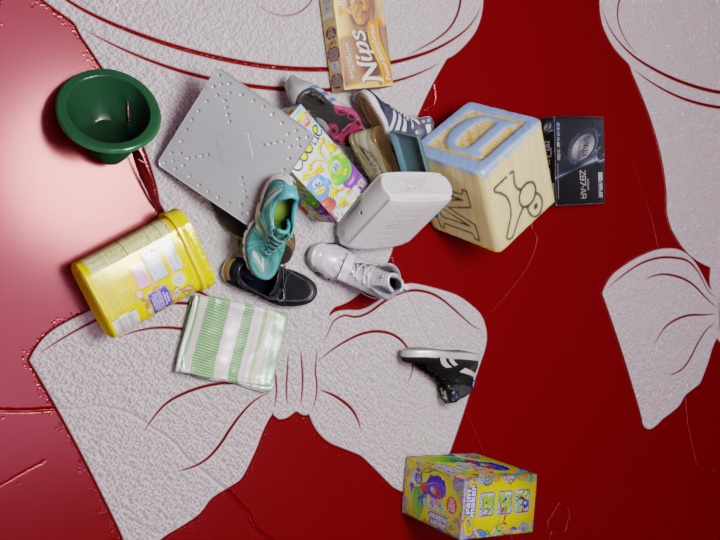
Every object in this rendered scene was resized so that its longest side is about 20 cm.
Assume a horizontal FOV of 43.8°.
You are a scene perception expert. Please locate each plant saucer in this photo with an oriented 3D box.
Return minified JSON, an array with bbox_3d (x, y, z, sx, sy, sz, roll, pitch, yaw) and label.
[{"bbox_3d":[0.111,-0.189,1.759,0.019,0.070,0.201,-47,137,-29],"label":"plant saucer"}]

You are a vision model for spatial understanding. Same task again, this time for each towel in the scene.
[{"bbox_3d":[-0.233,0.133,1.638,0.199,0.023,0.154,16,83,-32],"label":"towel"}]

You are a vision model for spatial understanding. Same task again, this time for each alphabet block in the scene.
[{"bbox_3d":[0.246,-0.189,1.790,0.195,0.196,0.201,-39,132,-23],"label":"alphabet block"}]

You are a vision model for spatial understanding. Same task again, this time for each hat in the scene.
[{"bbox_3d":[-0.421,-0.206,1.505,0.165,0.176,0.201,-14,65,-25],"label":"hat"}]

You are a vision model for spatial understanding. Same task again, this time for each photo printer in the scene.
[{"bbox_3d":[0.058,-0.108,1.713,0.166,0.200,0.070,-5,63,-35],"label":"photo printer"}]

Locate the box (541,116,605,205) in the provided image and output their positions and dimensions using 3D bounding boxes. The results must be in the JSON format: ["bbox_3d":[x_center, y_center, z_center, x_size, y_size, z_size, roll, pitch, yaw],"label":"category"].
[{"bbox_3d":[0.489,-0.251,2.057,0.159,0.043,0.201,-4,95,-31],"label":"box"}]

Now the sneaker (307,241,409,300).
[{"bbox_3d":[0.000,0.000,1.722,0.199,0.115,0.076,26,79,-30],"label":"sneaker"}]

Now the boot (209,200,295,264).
[{"bbox_3d":[-0.196,-0.099,1.634,0.200,0.074,0.076,45,28,-13],"label":"boot"}]

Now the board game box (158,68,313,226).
[{"bbox_3d":[-0.214,-0.210,1.545,0.199,0.026,0.200,34,104,-9],"label":"board game box"}]

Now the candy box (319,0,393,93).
[{"bbox_3d":[-0.008,-0.448,1.727,0.115,0.055,0.201,-12,100,-31],"label":"candy box"}]

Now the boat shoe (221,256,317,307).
[{"bbox_3d":[-0.160,0.023,1.655,0.199,0.062,0.075,20,81,-33],"label":"boat shoe"}]

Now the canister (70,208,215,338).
[{"bbox_3d":[-0.365,0.005,1.511,0.199,0.086,0.149,-31,109,-25],"label":"canister"}]

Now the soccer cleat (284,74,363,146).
[{"bbox_3d":[-0.067,-0.306,1.693,0.070,0.086,0.200,-45,142,11],"label":"soccer cleat"}]

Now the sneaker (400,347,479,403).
[{"bbox_3d":[0.166,0.220,1.863,0.199,0.073,0.113,8,87,-34],"label":"sneaker"}]

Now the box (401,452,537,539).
[{"bbox_3d":[0.221,0.458,1.837,0.192,0.200,0.123,4,90,-33],"label":"box"}]

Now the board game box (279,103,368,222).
[{"bbox_3d":[-0.100,-0.194,1.655,0.200,0.105,0.103,47,70,-24],"label":"board game box"}]

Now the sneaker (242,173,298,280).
[{"bbox_3d":[-0.152,-0.067,1.544,0.077,0.080,0.201,2,121,-25],"label":"sneaker"}]

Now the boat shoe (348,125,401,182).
[{"bbox_3d":[0.038,-0.198,1.758,0.074,0.062,0.201,-74,150,-43],"label":"boat shoe"}]

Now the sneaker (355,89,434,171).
[{"bbox_3d":[0.073,-0.300,1.773,0.109,0.070,0.200,-47,124,-17],"label":"sneaker"}]
